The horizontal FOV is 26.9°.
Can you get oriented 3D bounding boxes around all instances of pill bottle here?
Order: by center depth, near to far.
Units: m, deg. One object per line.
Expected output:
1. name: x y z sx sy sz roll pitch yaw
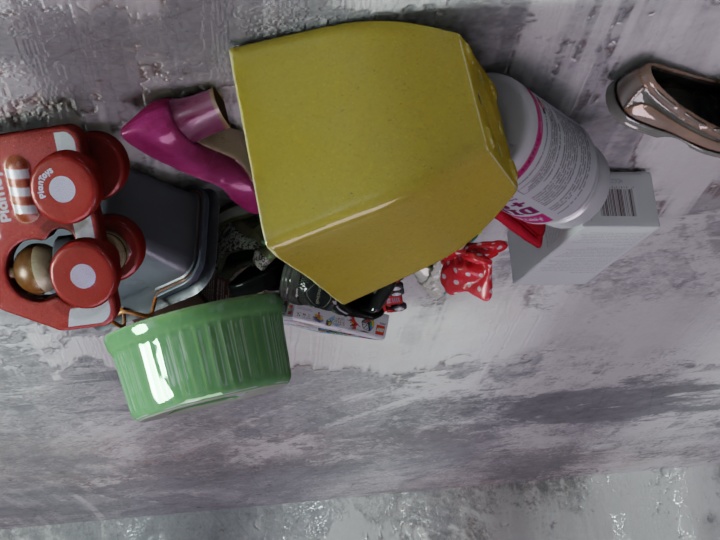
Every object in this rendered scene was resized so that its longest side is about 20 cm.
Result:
1. pill bottle: 0.162 -0.110 1.471 0.113 0.114 0.200 -17 159 30

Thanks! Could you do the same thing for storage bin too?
1. storage bin: -0.267 -0.024 1.577 0.199 0.146 0.134 -20 147 37

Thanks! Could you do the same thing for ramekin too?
1. ramekin: -0.170 0.097 1.630 0.199 0.098 0.200 -14 174 -2

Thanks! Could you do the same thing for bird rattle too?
1. bird rattle: 0.077 -0.057 1.629 0.162 0.113 0.200 17 161 17

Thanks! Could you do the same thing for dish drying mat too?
1. dish drying mat: 0.158 -0.085 1.602 0.018 0.077 0.200 -6 163 26

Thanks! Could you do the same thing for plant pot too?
1. plant pot: 0.025 -0.110 1.330 0.199 0.195 0.195 -18 159 15

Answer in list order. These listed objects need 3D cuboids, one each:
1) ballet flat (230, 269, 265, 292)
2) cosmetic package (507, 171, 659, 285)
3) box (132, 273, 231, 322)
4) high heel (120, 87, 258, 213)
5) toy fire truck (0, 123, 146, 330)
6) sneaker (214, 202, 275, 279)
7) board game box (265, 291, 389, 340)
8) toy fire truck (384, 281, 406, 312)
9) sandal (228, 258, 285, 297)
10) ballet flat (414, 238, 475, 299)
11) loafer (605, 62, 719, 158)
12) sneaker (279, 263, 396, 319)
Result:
1. ballet flat: -0.170 0.039 1.882 0.199 0.068 0.068 -23 163 41
2. cosmetic package: 0.256 -0.047 1.756 0.101 0.072 0.200 0 160 -19
3. box: -0.211 0.032 1.756 0.100 0.075 0.200 -15 141 18
4. high heel: -0.156 -0.105 1.457 0.096 0.068 0.200 -18 145 5
5. toy fire truck: -0.304 -0.041 1.425 0.167 0.201 0.112 -6 -164 10
6. sneaker: -0.085 -0.038 1.620 0.199 0.089 0.077 -22 134 38
7. board game box: -0.062 0.055 1.884 0.126 0.035 0.200 14 175 -24
8. toy fire truck: -0.017 0.013 1.882 0.140 0.049 0.200 -6 162 2
9. sandal: -0.088 0.003 1.696 0.075 0.048 0.200 -17 -168 28
10. ballet flat: 0.087 -0.029 1.772 0.071 0.072 0.200 -1 153 -14
11. loafer: 0.334 -0.158 1.464 0.199 0.072 0.063 8 150 -28
12. sneaker: 0.000 0.000 1.666 0.114 0.077 0.199 20 -157 16
